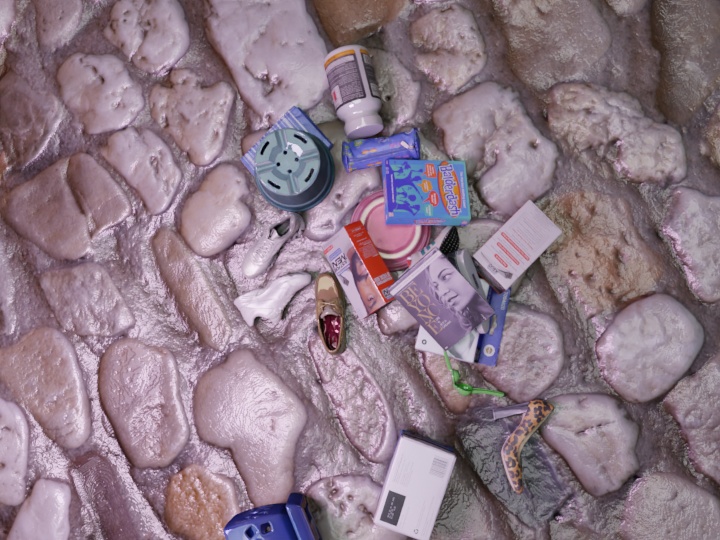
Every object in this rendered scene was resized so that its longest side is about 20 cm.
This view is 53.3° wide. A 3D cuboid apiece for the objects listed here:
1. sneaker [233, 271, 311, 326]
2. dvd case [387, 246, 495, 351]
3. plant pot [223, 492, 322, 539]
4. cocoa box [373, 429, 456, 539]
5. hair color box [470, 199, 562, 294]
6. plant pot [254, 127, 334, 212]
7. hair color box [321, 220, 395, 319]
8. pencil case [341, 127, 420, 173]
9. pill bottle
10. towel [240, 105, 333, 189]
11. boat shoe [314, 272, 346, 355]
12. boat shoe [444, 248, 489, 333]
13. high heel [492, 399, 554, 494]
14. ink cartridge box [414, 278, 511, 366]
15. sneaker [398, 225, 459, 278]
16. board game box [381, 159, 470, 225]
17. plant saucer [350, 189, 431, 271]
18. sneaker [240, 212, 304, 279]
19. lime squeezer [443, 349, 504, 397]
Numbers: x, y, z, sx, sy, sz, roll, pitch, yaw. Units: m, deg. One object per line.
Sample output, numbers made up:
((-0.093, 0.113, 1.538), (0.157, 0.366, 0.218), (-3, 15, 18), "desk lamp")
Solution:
((-0.198, 0.071, 1.726), (0.199, 0.078, 0.100), (-25, 90, 11), "sneaker")
((0.180, 0.066, 1.601), (0.148, 0.016, 0.200), (-41, 99, 18), "dvd case")
((-0.181, 0.619, 1.610), (0.178, 0.200, 0.202), (-24, 83, -5), "plant pot")
((0.122, 0.483, 1.626), (0.132, 0.131, 0.202), (18, 86, 5), "cocoa box")
((0.359, -0.054, 1.676), (0.200, 0.064, 0.111), (-43, 83, -14), "hair color box")
((-0.160, -0.241, 1.668), (0.198, 0.196, 0.203), (0, 92, -1), "plant pot")
((0.000, 0.000, 1.680), (0.064, 0.111, 0.201), (-24, 82, -41), "hair color box")
((0.051, -0.288, 1.728), (0.198, 0.087, 0.079), (-10, 104, 4), "pencil case")
((-0.013, -0.427, 1.729), (0.115, 0.116, 0.202), (-14, 83, 3), "pill bottle")
((-0.182, -0.293, 1.781), (0.200, 0.024, 0.145), (-43, 85, 1), "towel")
((-0.070, 0.101, 1.709), (0.073, 0.066, 0.202), (-12, 84, 3), "boat shoe")
((0.240, 0.053, 1.648), (0.067, 0.072, 0.202), (-15, 103, 31), "boat shoe")
((0.391, 0.400, 1.641), (0.141, 0.071, 0.202), (-12, 75, 9), "high heel")
((0.244, 0.112, 1.697), (0.198, 0.041, 0.202), (12, 85, 5), "ink cartridge box")
((0.158, -0.037, 1.684), (0.093, 0.071, 0.200), (8, 49, 35), "sneaker")
((0.154, -0.184, 1.694), (0.198, 0.045, 0.154), (0, 70, -9), "board game box")
((0.072, -0.100, 1.726), (0.198, 0.051, 0.203), (0, 85, 4), "plant saucer")
((-0.220, -0.064, 1.731), (0.075, 0.081, 0.200), (41, 90, 5), "sneaker")
((0.239, 0.250, 1.671), (0.200, 0.038, 0.071), (43, 122, -9), "lime squeezer")
